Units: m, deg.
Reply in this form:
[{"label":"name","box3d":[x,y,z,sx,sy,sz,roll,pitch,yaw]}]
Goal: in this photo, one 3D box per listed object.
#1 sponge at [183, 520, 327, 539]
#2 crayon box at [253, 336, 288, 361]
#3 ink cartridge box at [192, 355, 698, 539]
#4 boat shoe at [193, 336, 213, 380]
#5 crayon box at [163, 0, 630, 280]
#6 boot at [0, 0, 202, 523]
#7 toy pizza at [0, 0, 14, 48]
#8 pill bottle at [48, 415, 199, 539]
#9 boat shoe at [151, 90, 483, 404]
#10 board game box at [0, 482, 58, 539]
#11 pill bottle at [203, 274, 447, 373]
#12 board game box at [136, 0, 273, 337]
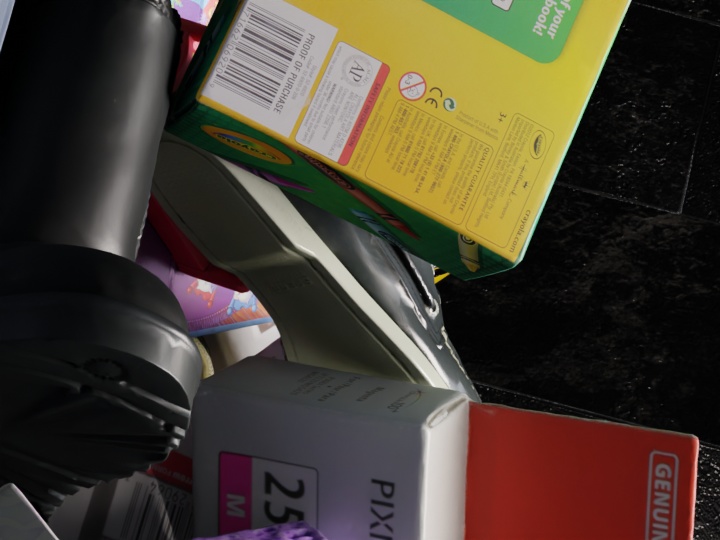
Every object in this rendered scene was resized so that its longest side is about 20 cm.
[{"label":"sponge","box3d":[-0.101,0.148,0.754,0.199,0.030,0.112,-5,117,-36]},{"label":"crayon box","box3d":[-0.057,0.123,0.951,0.200,0.051,0.127,-34,-115,40]},{"label":"ink cartridge box","box3d":[0.025,0.142,0.819,0.044,0.173,0.201,-27,121,-60]},{"label":"boat shoe","box3d":[-0.099,0.049,1.040,0.200,0.065,0.073,96,9,-61]},{"label":"crayon box","box3d":[0.031,-0.113,0.772,0.201,0.118,0.058,-66,-167,-11]},{"label":"boot","box3d":[-0.086,-0.016,0.694,0.198,0.073,0.163,140,-33,-61]},{"label":"toy pizza","box3d":[-0.126,-0.048,0.598,0.200,0.032,0.201,-160,-90,-88]},{"label":"pill bottle","box3d":[-0.117,0.147,0.854,0.111,0.110,0.201,88,17,-73]},{"label":"boat shoe","box3d":[-0.002,0.000,0.846,0.074,0.199,0.066,-8,-139,51]},{"label":"board game box","box3d":[-0.131,0.145,0.512,0.200,0.041,0.200,-38,165,-13]},{"label":"pill bottle","box3d":[-0.003,-0.033,1.101,0.200,0.109,0.109,-32,159,-17]},{"label":"board game box","box3d":[-0.052,-0.043,0.863,0.200,0.039,0.159,-10,113,-49]}]
